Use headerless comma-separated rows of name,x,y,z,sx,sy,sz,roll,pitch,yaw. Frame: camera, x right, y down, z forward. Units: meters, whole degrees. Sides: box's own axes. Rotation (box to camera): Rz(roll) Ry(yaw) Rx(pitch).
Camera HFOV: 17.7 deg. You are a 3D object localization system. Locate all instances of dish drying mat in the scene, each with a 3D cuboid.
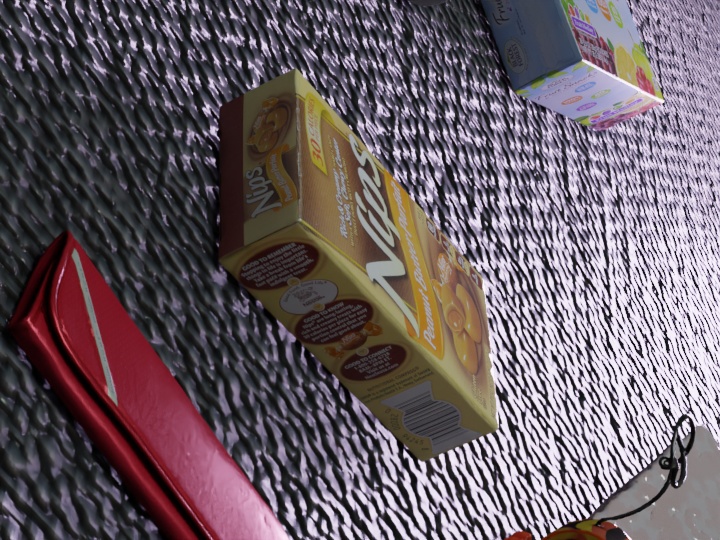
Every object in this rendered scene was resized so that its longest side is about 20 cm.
dish drying mat,-0.083,0.078,1.012,0.200,0.018,0.077,56,22,-23

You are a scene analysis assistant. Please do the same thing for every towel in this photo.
towel,0.226,0.210,1.469,0.191,0.032,0.200,54,36,7

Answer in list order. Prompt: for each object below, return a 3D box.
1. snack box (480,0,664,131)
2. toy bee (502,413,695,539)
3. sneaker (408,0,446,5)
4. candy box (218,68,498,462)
snack box,0.155,-0.211,1.823,0.200,0.067,0.169,16,53,-64
toy bee,0.136,0.187,1.328,0.131,0.108,0.201,39,57,-62
sneaker,0.017,-0.281,1.564,0.080,0.078,0.200,-75,147,-52
candy box,0.000,0.000,1.242,0.200,0.055,0.116,47,27,-39
